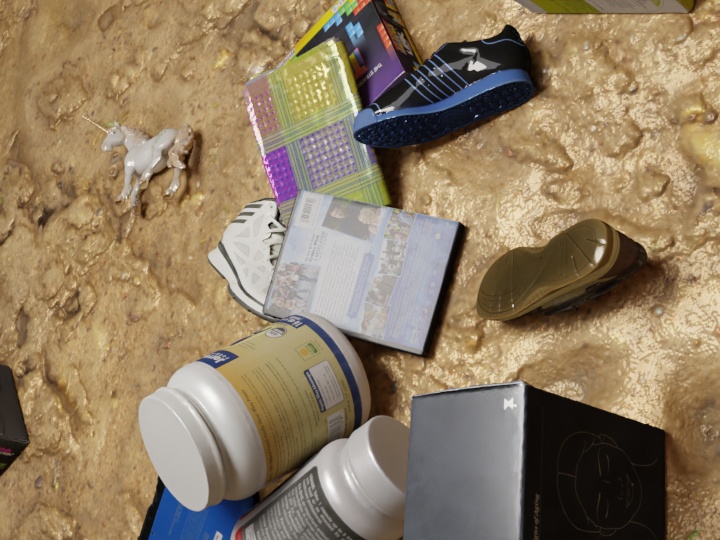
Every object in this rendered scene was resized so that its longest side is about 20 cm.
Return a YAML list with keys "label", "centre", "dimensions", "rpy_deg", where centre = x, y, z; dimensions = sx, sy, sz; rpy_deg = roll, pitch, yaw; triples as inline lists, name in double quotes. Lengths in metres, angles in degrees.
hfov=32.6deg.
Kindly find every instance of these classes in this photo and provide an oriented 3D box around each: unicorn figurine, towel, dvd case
- label: "unicorn figurine"
  centre: [-0.292, -0.150, 1.658]
  dimensions: [0.199, 0.074, 0.138]
  rpy_deg: [-8, 59, 28]
- label: "towel"
  centre: [-0.049, -0.144, 1.357]
  dimensions: [0.143, 0.023, 0.201]
  rpy_deg: [-21, 83, 30]
- label: "dvd case"
  centre: [0.000, 0.000, 1.292]
  dimensions: [0.199, 0.018, 0.143]
  rpy_deg: [13, 84, 28]

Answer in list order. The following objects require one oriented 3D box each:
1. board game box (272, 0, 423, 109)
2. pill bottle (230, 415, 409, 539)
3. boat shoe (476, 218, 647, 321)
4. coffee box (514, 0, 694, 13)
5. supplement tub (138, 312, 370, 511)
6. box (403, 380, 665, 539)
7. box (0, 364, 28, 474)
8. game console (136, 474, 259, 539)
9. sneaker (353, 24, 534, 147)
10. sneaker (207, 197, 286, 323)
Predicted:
- label: "board game box"
  centre: [-0.025, -0.208, 1.414]
  dimensions: [0.200, 0.057, 0.166]
  rpy_deg: [-42, 48, 26]
- label: "pill bottle"
  centre: [-0.024, 0.237, 1.200]
  dimensions: [0.200, 0.114, 0.114]
  rpy_deg: [-42, 49, 26]
- label: "boat shoe"
  centre: [0.178, 0.011, 1.120]
  dimensions: [0.200, 0.065, 0.073]
  rpy_deg: [-25, 50, 59]
- label: "coffee box"
  centre: [0.204, -0.367, 1.140]
  dimensions: [0.197, 0.200, 0.200]
  rpy_deg: [12, 84, 46]
- label: "supplement tub"
  centre: [-0.105, 0.140, 1.231]
  dimensions: [0.144, 0.200, 0.145]
  rpy_deg: [32, 135, 39]
- label: "box"
  centre: [0.142, 0.209, 0.984]
  dimensions: [0.124, 0.196, 0.201]
  rpy_deg: [-12, 66, 42]
- label: "box"
  centre: [-0.591, 0.239, 1.760]
  dimensions: [0.200, 0.124, 0.149]
  rpy_deg: [-45, 50, 23]
- label: "game console"
  centre: [-0.173, 0.240, 1.371]
  dimensions: [0.170, 0.118, 0.200]
  rpy_deg: [34, 127, 17]
- label: "sneaker"
  centre: [0.082, -0.189, 1.275]
  dimensions: [0.199, 0.070, 0.078]
  rpy_deg: [-16, 64, 19]
- label: "sneaker"
  centre: [-0.100, -0.018, 1.401]
  dimensions: [0.200, 0.076, 0.116]
  rpy_deg: [43, 107, 47]
